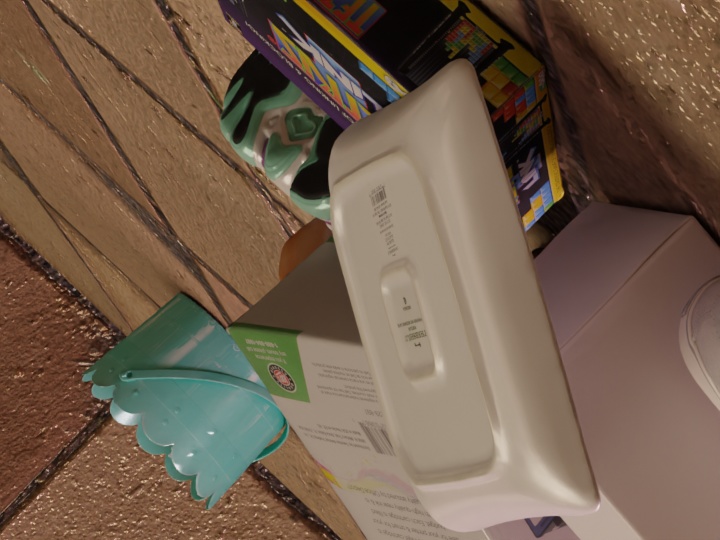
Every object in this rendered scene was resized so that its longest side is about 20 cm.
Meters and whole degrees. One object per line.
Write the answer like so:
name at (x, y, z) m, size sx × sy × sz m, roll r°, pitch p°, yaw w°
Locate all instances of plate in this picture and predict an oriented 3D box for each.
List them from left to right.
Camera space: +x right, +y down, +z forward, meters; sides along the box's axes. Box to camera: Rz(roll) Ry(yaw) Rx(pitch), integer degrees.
plate at (0.034, 0.020, 1.323) m, size 0.200 × 0.032 × 0.201 m, roll 156°, pitch 98°, yaw -73°

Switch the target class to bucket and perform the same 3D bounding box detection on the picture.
bucket at (-0.173, 0.132, 3.047) m, size 0.207 × 0.135 × 0.207 m, roll 45°, pitch 172°, yaw 8°

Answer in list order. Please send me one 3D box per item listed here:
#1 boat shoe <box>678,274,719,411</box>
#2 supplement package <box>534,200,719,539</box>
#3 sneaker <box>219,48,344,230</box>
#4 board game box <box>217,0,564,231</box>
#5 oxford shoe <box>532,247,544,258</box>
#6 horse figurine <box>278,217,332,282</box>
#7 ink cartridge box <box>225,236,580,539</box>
boat shoe at (0.219, 0.080, 1.286) m, size 0.200 × 0.072 × 0.069 m, roll 55°, pitch 171°, yaw 0°
supplement package at (0.153, 0.081, 1.391) m, size 0.200 × 0.120 × 0.121 m, roll 49°, pitch 170°, yaw -16°
sneaker at (0.005, -0.050, 1.641) m, size 0.140 × 0.078 × 0.200 m, roll 37°, pitch -168°, yaw -32°
board game box at (0.005, -0.111, 1.428) m, size 0.200 × 0.057 × 0.165 m, roll 43°, pitch 169°, yaw 19°
oxford shoe at (0.099, 0.033, 1.589) m, size 0.071 × 0.071 × 0.200 m, roll 41°, pitch 174°, yaw 8°
horse figurine at (0.000, 0.000, 1.683) m, size 0.133 × 0.200 × 0.050 m, roll 46°, pitch 132°, yaw -12°
ink cartridge box at (0.043, 0.087, 1.531) m, size 0.145 × 0.087 × 0.200 m, roll 5°, pitch 131°, yaw 58°
